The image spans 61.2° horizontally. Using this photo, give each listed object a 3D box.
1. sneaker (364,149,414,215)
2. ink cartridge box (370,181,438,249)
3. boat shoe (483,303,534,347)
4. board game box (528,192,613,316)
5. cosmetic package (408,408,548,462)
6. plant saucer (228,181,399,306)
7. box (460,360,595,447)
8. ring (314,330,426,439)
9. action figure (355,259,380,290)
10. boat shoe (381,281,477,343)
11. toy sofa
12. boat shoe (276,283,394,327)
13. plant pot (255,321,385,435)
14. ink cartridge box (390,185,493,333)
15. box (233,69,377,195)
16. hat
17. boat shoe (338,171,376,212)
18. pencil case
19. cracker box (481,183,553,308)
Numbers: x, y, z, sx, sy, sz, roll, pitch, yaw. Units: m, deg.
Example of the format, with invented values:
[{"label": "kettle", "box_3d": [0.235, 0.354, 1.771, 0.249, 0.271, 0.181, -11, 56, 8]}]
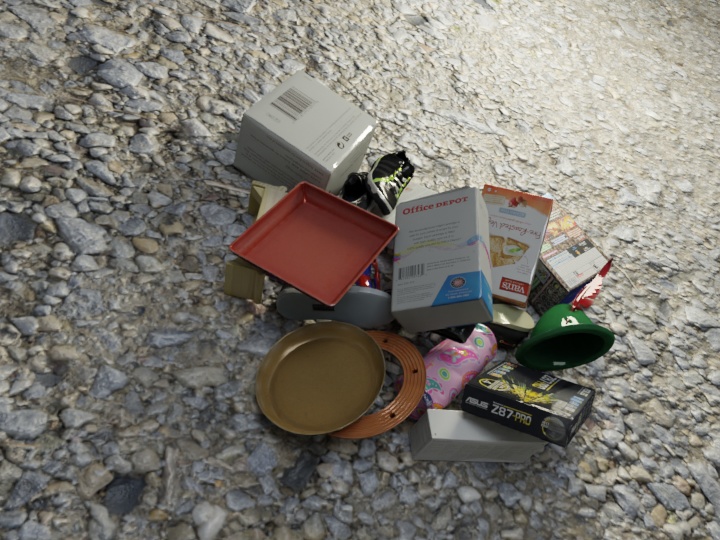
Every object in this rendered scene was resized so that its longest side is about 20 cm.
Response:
[{"label": "sneaker", "box_3d": [0.061, -0.181, 1.152, 0.072, 0.082, 0.201, 53, 23, -27]}, {"label": "ink cartridge box", "box_3d": [0.084, -0.107, 1.170, 0.159, 0.048, 0.199, -28, 38, -28]}, {"label": "boat shoe", "box_3d": [0.210, 0.083, 1.088, 0.198, 0.064, 0.074, 21, 35, -12]}, {"label": "board game box", "box_3d": [0.372, -0.034, 1.222, 0.158, 0.097, 0.201, -22, 65, -33]}, {"label": "cosmetic package", "box_3d": [0.181, 0.256, 0.940, 0.196, 0.083, 0.051, 7, 52, -17]}, {"label": "plant saucer", "box_3d": [-0.070, -0.039, 0.954, 0.198, 0.037, 0.200, 27, 51, 19]}, {"label": "box", "box_3d": [0.263, 0.199, 0.939, 0.159, 0.050, 0.199, 17, 10, 29]}, {"label": "ring", "box_3d": [0.004, 0.171, 0.922, 0.196, 0.019, 0.202, -9, 41, 8]}, {"label": "action figure", "box_3d": [0.000, 0.000, 1.079, 0.064, 0.052, 0.203, -6, 59, -7]}, {"label": "boat shoe", "box_3d": [0.103, 0.074, 1.015, 0.197, 0.074, 0.069, 19, 65, 37]}, {"label": "toy sofa", "box_3d": [-0.161, -0.048, 1.030, 0.096, 0.083, 0.203, 13, 51, -8]}, {"label": "boat shoe", "box_3d": [-0.036, 0.045, 0.996, 0.195, 0.075, 0.069, -1, 34, 8]}, {"label": "plant pot", "box_3d": [-0.058, 0.161, 0.908, 0.196, 0.028, 0.202, -6, 44, 5]}, {"label": "ink cartridge box", "box_3d": [0.129, -0.017, 0.957, 0.142, 0.085, 0.203, -10, 57, 24]}, {"label": "box", "box_3d": [-0.104, -0.244, 1.168, 0.198, 0.131, 0.200, 33, 50, 4]}, {"label": "hat", "box_3d": [0.353, 0.066, 1.091, 0.197, 0.165, 0.179, 17, 52, -31]}, {"label": "boat shoe", "box_3d": [-0.008, -0.149, 1.147, 0.068, 0.067, 0.201, 2, 34, 15]}, {"label": "pencil case", "box_3d": [0.141, 0.159, 0.995, 0.199, 0.088, 0.088, -31, 70, -37]}, {"label": "cracker box", "box_3d": [0.268, -0.046, 1.131, 0.132, 0.058, 0.204, 14, 80, 18]}]
